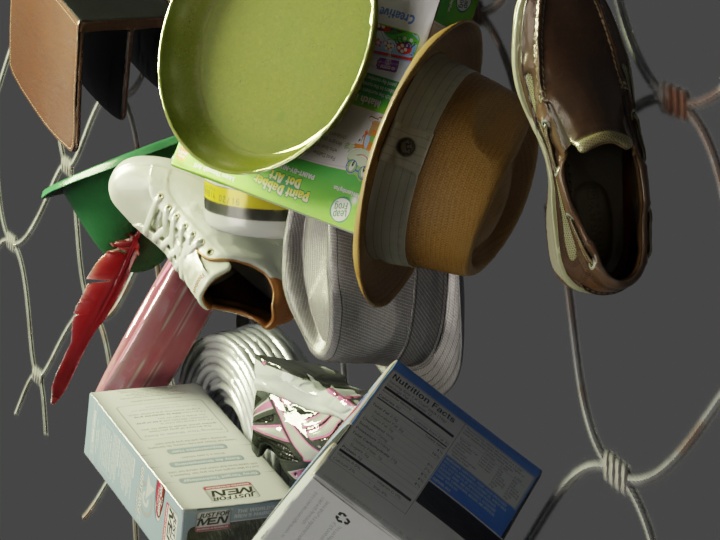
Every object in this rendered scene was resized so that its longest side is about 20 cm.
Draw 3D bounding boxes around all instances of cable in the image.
[{"bbox_3d":[-0.088,0.144,1.872,0.200,0.069,0.201,31,121,59],"label":"cable"}]

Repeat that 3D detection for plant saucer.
[{"bbox_3d":[-0.162,0.038,1.938,0.201,0.051,0.201,-60,6,10],"label":"plant saucer"},{"bbox_3d":[-0.060,-0.161,1.586,0.200,0.031,0.201,-12,71,36],"label":"plant saucer"}]

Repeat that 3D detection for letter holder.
[{"bbox_3d":[-0.254,-0.209,2.126,0.200,0.100,0.143,48,137,51],"label":"letter holder"}]

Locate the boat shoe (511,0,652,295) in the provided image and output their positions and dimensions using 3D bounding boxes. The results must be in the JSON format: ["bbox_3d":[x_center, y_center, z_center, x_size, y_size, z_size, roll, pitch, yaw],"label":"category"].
[{"bbox_3d":[0.143,-0.085,1.367,0.075,0.074,0.203,-159,56,-75],"label":"boat shoe"}]

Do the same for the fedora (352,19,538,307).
[{"bbox_3d":[0.064,-0.063,1.487,0.082,0.201,0.201,19,118,17],"label":"fedora"}]

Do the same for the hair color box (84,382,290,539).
[{"bbox_3d":[-0.137,0.161,1.789,0.200,0.099,0.061,41,129,53],"label":"hair color box"}]

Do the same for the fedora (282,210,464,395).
[{"bbox_3d":[0.000,0.000,1.650,0.177,0.090,0.201,4,98,64],"label":"fedora"}]

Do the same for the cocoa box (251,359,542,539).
[{"bbox_3d":[0.007,0.187,1.549,0.133,0.131,0.200,37,135,1],"label":"cocoa box"}]

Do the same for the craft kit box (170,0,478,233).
[{"bbox_3d":[-0.026,-0.138,1.599,0.200,0.048,0.198,22,90,41],"label":"craft kit box"}]

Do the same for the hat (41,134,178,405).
[{"bbox_3d":[-0.175,-0.011,1.942,0.200,0.166,0.177,-20,90,25],"label":"hat"}]

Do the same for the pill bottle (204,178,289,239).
[{"bbox_3d":[-0.064,-0.131,1.737,0.111,0.111,0.201,24,116,61],"label":"pill bottle"}]

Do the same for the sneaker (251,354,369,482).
[{"bbox_3d":[-0.014,0.128,1.683,0.200,0.080,0.087,21,101,55],"label":"sneaker"}]

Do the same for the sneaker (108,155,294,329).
[{"bbox_3d":[-0.128,-0.023,1.803,0.200,0.085,0.073,31,125,13],"label":"sneaker"}]
